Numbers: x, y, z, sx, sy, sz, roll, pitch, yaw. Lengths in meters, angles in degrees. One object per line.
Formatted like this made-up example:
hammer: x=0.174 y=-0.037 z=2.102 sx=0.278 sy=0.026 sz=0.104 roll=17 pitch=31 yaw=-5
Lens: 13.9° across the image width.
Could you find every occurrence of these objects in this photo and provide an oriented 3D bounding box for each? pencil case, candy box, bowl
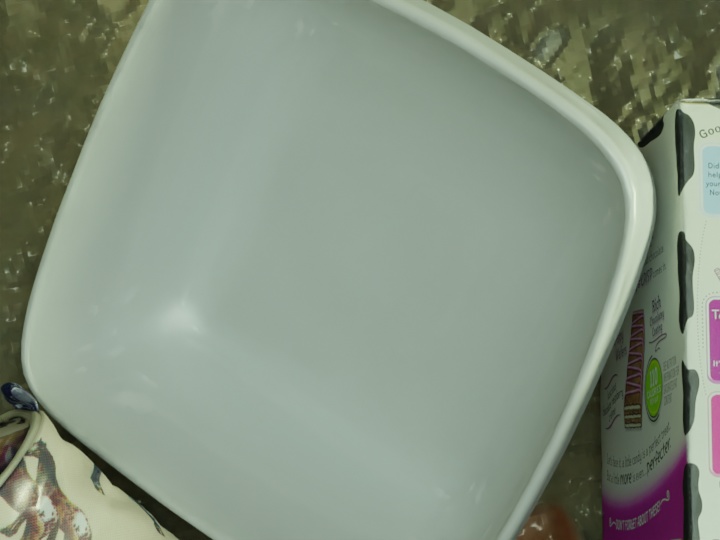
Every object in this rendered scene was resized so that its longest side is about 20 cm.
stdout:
pencil case: x=-0.073 y=0.129 z=1.023 sx=0.078 sy=0.090 sz=0.200 roll=-42 pitch=109 yaw=15
candy box: x=0.123 y=0.054 z=1.006 sx=0.061 sy=0.136 sz=0.201 roll=1 pitch=80 yaw=-7
bowl: x=0.000 y=0.000 z=1.019 sx=0.200 sy=0.075 sz=0.200 roll=31 pitch=111 yaw=20
